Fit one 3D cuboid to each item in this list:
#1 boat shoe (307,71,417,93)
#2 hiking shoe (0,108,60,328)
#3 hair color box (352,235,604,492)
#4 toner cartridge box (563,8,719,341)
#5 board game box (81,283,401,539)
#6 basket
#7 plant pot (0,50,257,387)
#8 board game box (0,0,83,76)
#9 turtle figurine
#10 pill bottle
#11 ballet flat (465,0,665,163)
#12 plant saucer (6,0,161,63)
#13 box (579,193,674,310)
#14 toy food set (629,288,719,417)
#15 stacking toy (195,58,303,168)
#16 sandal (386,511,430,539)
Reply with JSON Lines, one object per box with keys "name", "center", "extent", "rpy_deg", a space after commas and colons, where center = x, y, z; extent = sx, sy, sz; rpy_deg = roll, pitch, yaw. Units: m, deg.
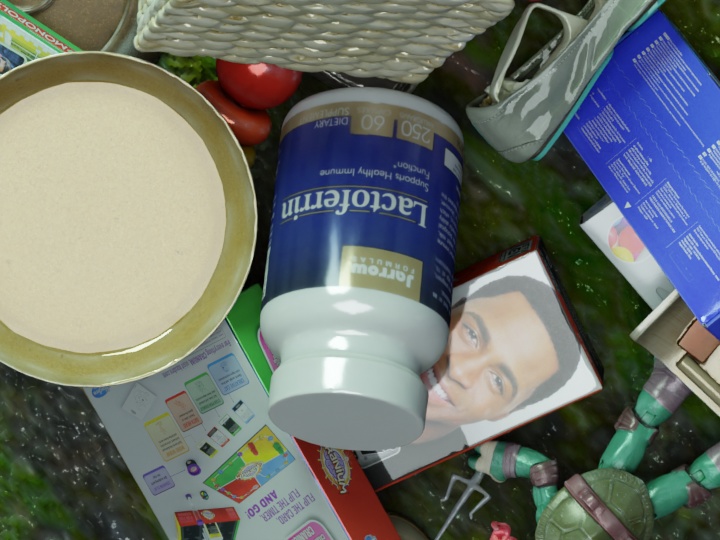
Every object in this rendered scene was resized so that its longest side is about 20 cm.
{"name": "boat shoe", "center": [-0.043, -0.176, 1.662], "extent": [0.072, 0.060, 0.200], "rpy_deg": [-44, 94, 11]}
{"name": "hiking shoe", "center": [-0.218, -0.052, 1.635], "extent": [0.101, 0.076, 0.200], "rpy_deg": [-35, 93, 19]}
{"name": "hair color box", "center": [0.044, 0.067, 1.698], "extent": [0.200, 0.061, 0.102], "rpy_deg": [-26, 96, 9]}
{"name": "toner cartridge box", "center": [0.200, -0.057, 1.610], "extent": [0.095, 0.043, 0.200], "rpy_deg": [-39, 54, 10]}
{"name": "board game box", "center": [-0.074, 0.125, 1.686], "extent": [0.153, 0.040, 0.200], "rpy_deg": [-26, 94, 43]}
{"name": "basket", "center": [-0.018, -0.213, 1.541], "extent": [0.200, 0.198, 0.161], "rpy_deg": [5, 78, -16]}
{"name": "plant pot", "center": [-0.162, -0.031, 1.603], "extent": [0.200, 0.027, 0.200], "rpy_deg": [0, 94, -7]}
{"name": "board game box", "center": [-0.242, -0.068, 1.696], "extent": [0.134, 0.029, 0.200], "rpy_deg": [33, 114, -1]}
{"name": "turtle figurine", "center": [0.150, 0.153, 1.687], "extent": [0.200, 0.101, 0.150], "rpy_deg": [-41, 109, -1]}
{"name": "pill bottle", "center": [0.000, 0.000, 1.620], "extent": [0.116, 0.116, 0.200], "rpy_deg": [3, 66, 5]}
{"name": "ballet flat", "center": [0.139, -0.155, 1.616], "extent": [0.064, 0.067, 0.200], "rpy_deg": [39, 92, -10]}
{"name": "plant saucer", "center": [-0.212, -0.190, 1.692], "extent": [0.200, 0.032, 0.201], "rpy_deg": [1, 100, 4]}
{"name": "box", "center": [0.262, -0.037, 1.669], "extent": [0.200, 0.041, 0.156], "rpy_deg": [-41, 94, 10]}
{"name": "toy food set", "center": [0.284, 0.055, 1.628], "extent": [0.200, 0.060, 0.144], "rpy_deg": [43, 96, -3]}
{"name": "stacking toy", "center": [-0.101, -0.068, 1.662], "extent": [0.085, 0.085, 0.200], "rpy_deg": [31, 110, -1]}
{"name": "sandal", "center": [0.057, 0.244, 1.733], "extent": [0.080, 0.054, 0.200], "rpy_deg": [-38, 95, 11]}
